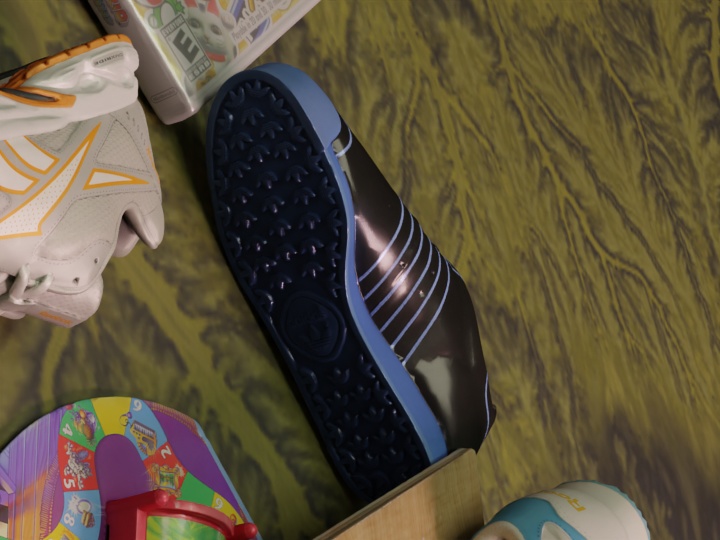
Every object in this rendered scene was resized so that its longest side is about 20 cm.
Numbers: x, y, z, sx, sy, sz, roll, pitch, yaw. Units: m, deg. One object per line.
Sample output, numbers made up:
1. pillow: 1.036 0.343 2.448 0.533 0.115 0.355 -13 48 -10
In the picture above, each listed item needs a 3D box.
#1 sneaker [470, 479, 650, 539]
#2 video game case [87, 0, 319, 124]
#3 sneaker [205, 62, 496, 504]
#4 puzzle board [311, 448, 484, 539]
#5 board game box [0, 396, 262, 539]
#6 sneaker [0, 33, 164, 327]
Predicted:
1. sneaker: 0.081 0.190 0.829 0.081 0.076 0.200 -6 87 -53
2. video game case: -0.077 -0.183 0.876 0.182 0.023 0.200 59 37 -15
3. sneaker: 0.000 0.000 0.857 0.078 0.070 0.200 -39 114 -51
4. puzzle board: 0.019 0.186 0.798 0.151 0.017 0.200 -23 108 -60
5. board game box: -0.059 0.138 0.733 0.158 0.039 0.200 -41 108 -53
6. sneaker: -0.127 -0.015 0.691 0.200 0.076 0.092 -34 106 -53
